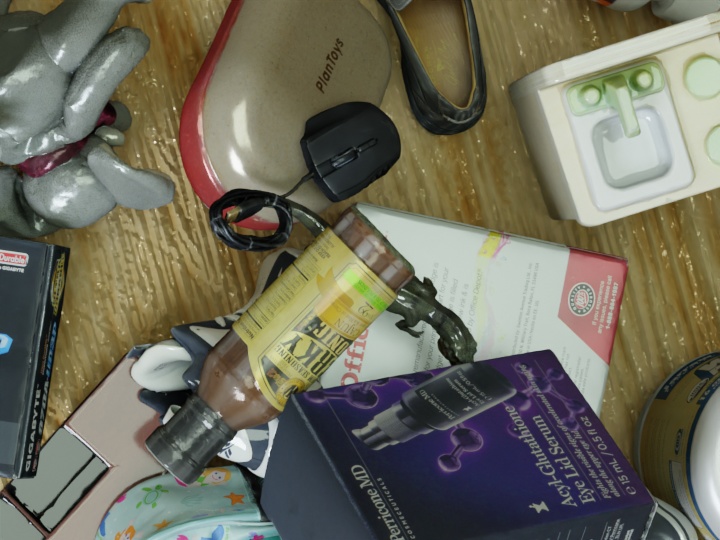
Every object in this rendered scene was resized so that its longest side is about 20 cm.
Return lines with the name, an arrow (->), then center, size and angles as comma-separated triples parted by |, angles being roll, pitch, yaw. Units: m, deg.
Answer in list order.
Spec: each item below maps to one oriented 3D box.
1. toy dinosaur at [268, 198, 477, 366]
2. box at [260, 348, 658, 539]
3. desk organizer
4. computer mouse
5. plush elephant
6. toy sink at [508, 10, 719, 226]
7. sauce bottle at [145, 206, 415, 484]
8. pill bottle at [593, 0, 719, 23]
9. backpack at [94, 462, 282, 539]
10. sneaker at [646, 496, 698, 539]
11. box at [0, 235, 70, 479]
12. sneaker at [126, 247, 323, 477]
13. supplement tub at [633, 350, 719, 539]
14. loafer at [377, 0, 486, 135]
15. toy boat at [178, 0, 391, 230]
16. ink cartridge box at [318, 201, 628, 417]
toy dinosaur -> 0.000, 0.000, 1.608 | 0.200, 0.088, 0.048 | 34, 87, -6
box -> 0.059, 0.147, 1.539 | 0.199, 0.148, 0.105 | -9, 135, -28
desk organizer -> -0.196, 0.153, 1.668 | 0.077, 0.072, 0.200 | 42, 83, -4
computer mouse -> -0.030, -0.062, 1.561 | 0.200, 0.034, 0.059 | -39, 104, -50
plush elephant -> -0.201, -0.100, 1.640 | 0.164, 0.155, 0.201 | -4, 49, 28
toy sink -> 0.188, -0.099, 1.661 | 0.130, 0.200, 0.112 | -18, 91, -4
sauce bottle -> -0.053, 0.051, 1.534 | 0.065, 0.065, 0.200 | 43, 93, -6
pill bottle -> 0.165, -0.249, 1.709 | 0.199, 0.110, 0.110 | 24, 86, -12
backpack -> -0.079, 0.222, 1.626 | 0.199, 0.151, 0.178 | 1, 115, -16
sneaker -> 0.128, 0.185, 1.658 | 0.199, 0.079, 0.079 | 7, 106, 35
box -> -0.304, 0.048, 1.636 | 0.199, 0.046, 0.160 | 9, 88, 10
sneaker -> -0.092, 0.048, 1.634 | 0.129, 0.080, 0.200 | 16, 47, -16
supplement tub -> 0.272, 0.127, 1.676 | 0.144, 0.200, 0.145 | 0, 89, -10
loafer -> 0.047, -0.196, 1.710 | 0.073, 0.072, 0.201 | -21, 92, -8
toy boat -> -0.071, -0.113, 1.670 | 0.131, 0.130, 0.200 | 45, 44, -26
ink cartridge box -> 0.071, 0.043, 1.704 | 0.199, 0.083, 0.146 | 12, 87, -7
